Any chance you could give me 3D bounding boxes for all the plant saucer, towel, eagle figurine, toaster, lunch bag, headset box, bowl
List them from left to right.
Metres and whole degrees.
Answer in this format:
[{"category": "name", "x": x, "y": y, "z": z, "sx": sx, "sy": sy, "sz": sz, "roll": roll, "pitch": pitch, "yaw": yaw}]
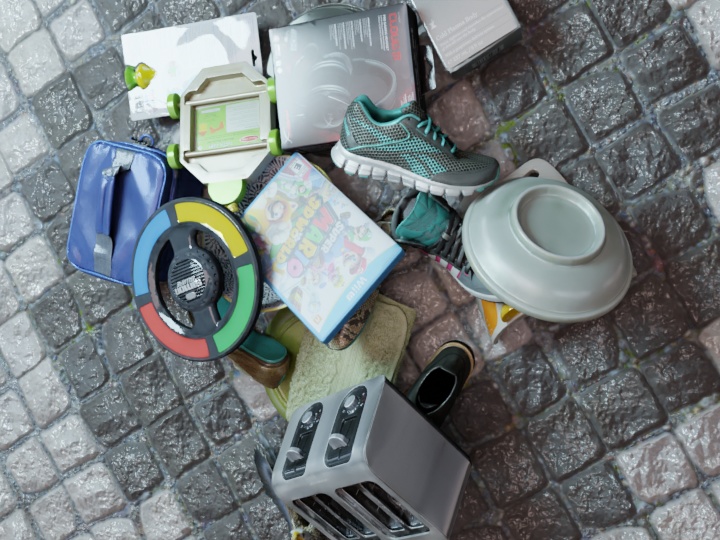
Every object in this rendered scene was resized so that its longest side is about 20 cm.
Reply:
[{"category": "lunch bag", "x": -0.306, "y": -0.084, "z": 1.077, "sx": 0.133, "sy": 0.132, "sz": 0.205, "roll": 14, "pitch": 97, "yaw": 13}, {"category": "bowl", "x": -0.099, "y": -0.038, "z": 1.034, "sx": 0.196, "sy": 0.094, "sz": 0.206, "roll": -5, "pitch": 74, "yaw": 18}, {"category": "eagle figurine", "x": -0.070, "y": 0.337, "z": 1.055, "sx": 0.149, "sy": 0.151, "sz": 0.204, "roll": 8, "pitch": 67, "yaw": -20}, {"category": "plant saucer", "x": -0.050, "y": 0.130, "z": 1.076, "sx": 0.195, "sy": 0.031, "sz": 0.205, "roll": 1, "pitch": 93, "yaw": 15}, {"category": "towel", "x": -0.017, "y": 0.122, "z": 1.033, "sx": 0.145, "sy": 0.036, "sz": 0.204, "roll": 17, "pitch": 97, "yaw": 13}, {"category": "headset box", "x": -0.003, "y": -0.233, "z": 0.979, "sx": 0.195, "sy": 0.077, "sz": 0.153, "roll": -5, "pitch": 92, "yaw": 16}, {"category": "toaster", "x": 0.016, "y": 0.239, "z": 0.935, "sx": 0.200, "sy": 0.120, "sz": 0.179, "roll": 44, "pitch": 136, "yaw": -20}, {"category": "plant saucer", "x": 0.212, "y": -0.039, "z": 0.874, "sx": 0.197, "sy": 0.201, "sz": 0.051, "roll": 28, "pitch": 144, "yaw": 11}]

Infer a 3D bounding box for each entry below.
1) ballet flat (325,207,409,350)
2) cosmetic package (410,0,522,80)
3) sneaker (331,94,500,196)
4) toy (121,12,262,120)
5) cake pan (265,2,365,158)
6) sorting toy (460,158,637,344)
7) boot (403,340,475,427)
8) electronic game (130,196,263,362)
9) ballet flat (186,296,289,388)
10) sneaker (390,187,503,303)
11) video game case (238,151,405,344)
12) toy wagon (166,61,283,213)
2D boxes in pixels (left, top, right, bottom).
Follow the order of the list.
[{"category": "ballet flat", "x": 0.000, "y": 0.000, "z": 0.985, "sx": 0.067, "sy": 0.076, "sz": 0.202, "roll": 13, "pitch": 57, "yaw": 34}, {"category": "cosmetic package", "x": 0.110, "y": -0.352, "z": 0.976, "sx": 0.106, "sy": 0.090, "sz": 0.203, "roll": -30, "pitch": 89, "yaw": 14}, {"category": "sneaker", "x": 0.065, "y": -0.144, "z": 0.899, "sx": 0.195, "sy": 0.078, "sz": 0.093, "roll": 11, "pitch": 120, "yaw": 2}, {"category": "toy", "x": -0.225, "y": -0.275, "z": 1.087, "sx": 0.195, "sy": 0.047, "sz": 0.118, "roll": -6, "pitch": 94, "yaw": 9}, {"category": "cake pan", "x": -0.040, "y": -0.253, "z": 1.046, "sx": 0.196, "sy": 0.037, "sz": 0.205, "roll": 1, "pitch": 94, "yaw": 14}, {"category": "sorting toy", "x": 0.207, "y": -0.038, "z": 0.979, "sx": 0.197, "sy": 0.107, "sz": 0.183, "roll": -28, "pitch": 68, "yaw": 14}, {"category": "boot", "x": 0.069, "y": 0.186, "z": 0.993, "sx": 0.076, "sy": 0.138, "sz": 0.203, "roll": 26, "pitch": 101, "yaw": 11}, {"category": "electronic game", "x": -0.204, "y": 0.012, "z": 0.979, "sx": 0.196, "sy": 0.041, "sz": 0.205, "roll": 3, "pitch": 97, "yaw": 25}, {"category": "ballet flat", "x": -0.173, "y": 0.098, "z": 1.084, "sx": 0.198, "sy": 0.067, "sz": 0.073, "roll": 31, "pitch": 130, "yaw": 26}, {"category": "sneaker", "x": 0.103, "y": -0.040, "z": 0.931, "sx": 0.085, "sy": 0.120, "sz": 0.199, "roll": -57, "pitch": 41, "yaw": 5}, {"category": "video game case", "x": -0.060, "y": -0.031, "z": 0.956, "sx": 0.143, "sy": 0.018, "sz": 0.200, "roll": -48, "pitch": 65, "yaw": 2}, {"category": "toy wagon", "x": -0.173, "y": -0.165, "z": 1.018, "sx": 0.152, "sy": 0.040, "sz": 0.205, "roll": -5, "pitch": 79, "yaw": 13}]
